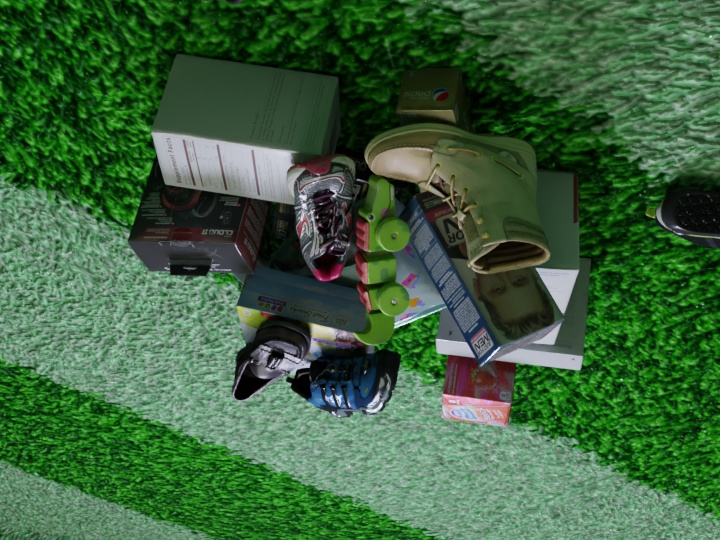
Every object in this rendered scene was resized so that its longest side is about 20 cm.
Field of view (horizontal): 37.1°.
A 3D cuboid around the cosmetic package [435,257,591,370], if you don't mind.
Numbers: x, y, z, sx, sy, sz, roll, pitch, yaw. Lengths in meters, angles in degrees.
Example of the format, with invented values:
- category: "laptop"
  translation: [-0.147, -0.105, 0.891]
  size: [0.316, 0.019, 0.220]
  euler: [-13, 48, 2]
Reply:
- category: "cosmetic package"
  translation: [0.212, 0.049, 1.484]
  size: [0.199, 0.152, 0.052]
  euler: [7, 150, 10]

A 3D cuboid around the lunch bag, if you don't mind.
- category: "lunch bag"
  translation: [0.000, 0.000, 1.413]
  size: [0.199, 0.123, 0.170]
  euler: [-20, 142, 31]

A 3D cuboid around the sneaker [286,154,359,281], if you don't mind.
- category: "sneaker"
  translation: [-0.037, -0.063, 1.231]
  size: [0.080, 0.075, 0.200]
  euler: [-12, 151, -4]

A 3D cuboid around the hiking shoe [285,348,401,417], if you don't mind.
- category: "hiking shoe"
  translation: [-0.021, 0.140, 1.337]
  size: [0.086, 0.075, 0.200]
  euler: [21, 152, -20]

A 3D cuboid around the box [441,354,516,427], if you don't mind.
- category: "box"
  translation: [0.178, 0.114, 1.556]
  size: [0.099, 0.201, 0.096]
  euler: [7, 152, 8]

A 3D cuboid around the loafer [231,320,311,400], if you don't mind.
- category: "loafer"
  translation: [-0.117, 0.120, 1.362]
  size: [0.072, 0.063, 0.200]
  euler: [25, 154, -13]

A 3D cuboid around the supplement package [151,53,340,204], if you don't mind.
- category: "supplement package"
  translation: [-0.131, -0.164, 1.273]
  size: [0.199, 0.118, 0.118]
  euler: [9, 152, 5]

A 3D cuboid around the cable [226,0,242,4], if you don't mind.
- category: "cable"
  translation: [-0.185, -0.338, 1.076]
  size: [0.199, 0.051, 0.163]
  euler: [11, 155, -4]

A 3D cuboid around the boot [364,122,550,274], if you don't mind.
- category: "boot"
  translation: [0.106, -0.076, 1.172]
  size: [0.199, 0.156, 0.073]
  euler: [6, 146, -14]

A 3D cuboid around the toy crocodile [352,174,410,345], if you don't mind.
- category: "toy crocodile"
  translation: [0.019, -0.011, 1.248]
  size: [0.061, 0.068, 0.201]
  euler: [-6, 110, -15]

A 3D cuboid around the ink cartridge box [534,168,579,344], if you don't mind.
- category: "ink cartridge box"
  translation: [0.223, -0.014, 1.375]
  size: [0.083, 0.146, 0.200]
  euler: [4, 150, 3]

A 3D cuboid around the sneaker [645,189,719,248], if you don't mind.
- category: "sneaker"
  translation: [0.452, -0.060, 1.319]
  size: [0.199, 0.072, 0.083]
  euler: [15, 174, -3]

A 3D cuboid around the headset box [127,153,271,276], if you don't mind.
- category: "headset box"
  translation: [-0.195, -0.082, 1.354]
  size: [0.148, 0.201, 0.075]
  euler: [1, 149, 17]

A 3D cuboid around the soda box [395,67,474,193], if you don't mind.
- category: "soda box"
  translation: [0.097, -0.149, 1.272]
  size: [0.067, 0.064, 0.200]
  euler: [2, 148, 16]

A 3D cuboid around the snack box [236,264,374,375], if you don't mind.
- category: "snack box"
  translation: [-0.066, 0.080, 1.403]
  size: [0.168, 0.068, 0.200]
  euler: [13, 155, 7]

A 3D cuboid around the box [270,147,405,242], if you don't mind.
- category: "box"
  translation: [-0.033, -0.089, 1.438]
  size: [0.160, 0.049, 0.200]
  euler: [11, 151, -3]

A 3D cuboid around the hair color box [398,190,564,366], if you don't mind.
- category: "hair color box"
  translation: [0.137, -0.003, 1.228]
  size: [0.100, 0.201, 0.061]
  euler: [-20, 163, -28]

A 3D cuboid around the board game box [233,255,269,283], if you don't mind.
- category: "board game box"
  translation: [-0.113, 0.031, 1.565]
  size: [0.200, 0.043, 0.199]
  euler: [37, 178, -37]
